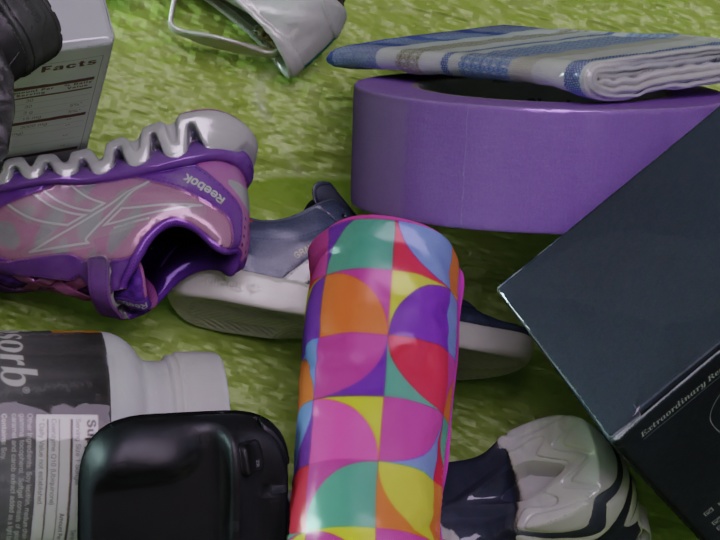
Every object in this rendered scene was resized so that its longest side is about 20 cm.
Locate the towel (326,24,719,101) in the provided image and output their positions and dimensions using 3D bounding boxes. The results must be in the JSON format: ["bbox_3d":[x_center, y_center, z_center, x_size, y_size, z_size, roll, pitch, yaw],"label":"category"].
[{"bbox_3d":[0.099,-0.112,1.564,0.147,0.200,0.024,-10,103,-43],"label":"towel"}]

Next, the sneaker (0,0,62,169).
[{"bbox_3d":[-0.217,-0.125,1.358,0.104,0.060,0.200,-40,83,-27],"label":"sneaker"}]

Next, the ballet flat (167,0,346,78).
[{"bbox_3d":[-0.104,-0.170,1.628,0.199,0.069,0.070,29,64,0],"label":"ballet flat"}]

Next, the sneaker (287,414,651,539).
[{"bbox_3d":[0.060,0.142,1.519,0.199,0.130,0.080,-22,55,18],"label":"sneaker"}]

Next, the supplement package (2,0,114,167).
[{"bbox_3d":[-0.204,-0.115,1.501,0.117,0.200,0.117,-9,68,-16],"label":"supplement package"}]

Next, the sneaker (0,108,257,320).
[{"bbox_3d":[-0.143,-0.013,1.511,0.199,0.081,0.089,-16,65,3],"label":"sneaker"}]

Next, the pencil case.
[{"bbox_3d":[0.009,0.074,1.449,0.088,0.088,0.201,7,64,-9],"label":"pencil case"}]

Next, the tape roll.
[{"bbox_3d":[0.095,-0.065,1.543,0.199,0.200,0.066,0,100,-12],"label":"tape roll"}]

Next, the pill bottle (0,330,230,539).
[{"bbox_3d":[-0.170,0.087,1.467,0.199,0.116,0.117,0,67,-12],"label":"pill bottle"}]

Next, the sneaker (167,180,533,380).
[{"bbox_3d":[0.000,0.000,1.564,0.199,0.075,0.085,14,69,-6],"label":"sneaker"}]

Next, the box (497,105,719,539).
[{"bbox_3d":[0.182,0.035,1.466,0.148,0.200,0.107,-39,59,3],"label":"box"}]

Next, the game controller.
[{"bbox_3d":[-0.088,0.166,1.438,0.104,0.042,0.201,1,106,-7],"label":"game controller"}]
